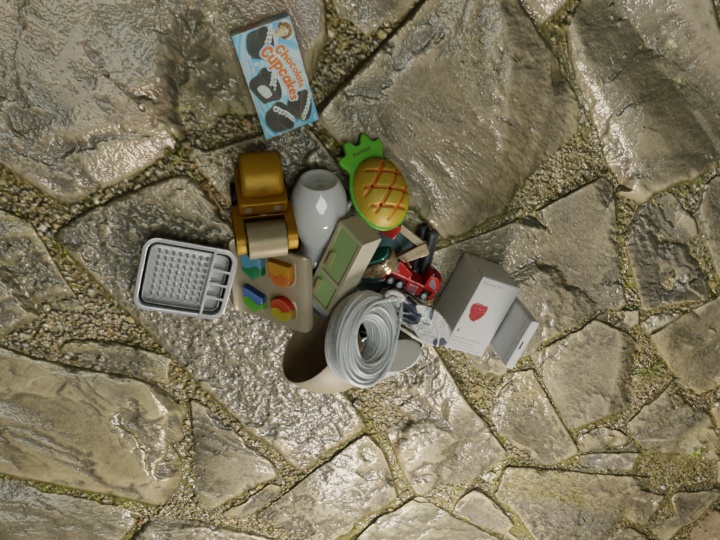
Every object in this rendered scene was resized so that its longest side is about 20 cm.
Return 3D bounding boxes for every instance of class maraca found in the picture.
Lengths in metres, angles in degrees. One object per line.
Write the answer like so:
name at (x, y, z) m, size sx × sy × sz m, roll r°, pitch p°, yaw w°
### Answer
maraca at (0.030, -0.182, 1.380) m, size 0.136 × 0.106 × 0.204 m, roll -31°, pitch 99°, yaw -28°

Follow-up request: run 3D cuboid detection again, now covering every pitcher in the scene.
pitcher at (-0.066, -0.109, 1.396) m, size 0.167 × 0.122 × 0.204 m, roll -12°, pitch 133°, yaw -18°

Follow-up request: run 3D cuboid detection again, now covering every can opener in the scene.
can opener at (0.151, -0.013, 1.570) m, size 0.066 × 0.053 × 0.205 m, roll -20°, pitch 130°, yaw -45°

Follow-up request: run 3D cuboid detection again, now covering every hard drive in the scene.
hard drive at (0.349, 0.122, 1.613) m, size 0.026 × 0.201 × 0.134 m, roll 14°, pitch 115°, yaw -24°

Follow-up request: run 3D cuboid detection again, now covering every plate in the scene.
plate at (0.034, -0.035, 1.522) m, size 0.195 × 0.026 × 0.205 m, roll -8°, pitch 121°, yaw -14°

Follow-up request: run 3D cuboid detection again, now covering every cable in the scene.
cable at (0.005, 0.144, 1.409) m, size 0.197 × 0.068 × 0.206 m, roll 11°, pitch 86°, yaw -48°

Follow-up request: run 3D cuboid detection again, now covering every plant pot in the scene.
plant pot at (-0.065, 0.202, 1.520) m, size 0.200 × 0.201 × 0.134 m, roll -41°, pitch 122°, yaw 9°

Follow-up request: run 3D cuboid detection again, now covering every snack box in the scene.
snack box at (-0.160, -0.366, 1.255) m, size 0.114 × 0.037 × 0.204 m, roll -21°, pitch 124°, yaw -6°

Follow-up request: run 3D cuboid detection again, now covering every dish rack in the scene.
dish rack at (-0.372, 0.011, 1.404) m, size 0.195 × 0.044 × 0.175 m, roll 9°, pitch 117°, yaw -23°

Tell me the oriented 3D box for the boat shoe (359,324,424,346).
boat shoe at (0.074, 0.151, 1.577) m, size 0.199 × 0.071 × 0.062 m, roll 31°, pitch 91°, yaw -35°

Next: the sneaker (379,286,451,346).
sneaker at (0.122, 0.097, 1.559) m, size 0.195 × 0.130 × 0.081 m, roll 26°, pitch 99°, yaw -10°

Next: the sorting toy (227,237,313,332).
sorting toy at (-0.196, 0.035, 1.421) m, size 0.195 × 0.037 × 0.189 m, roll 14°, pitch 122°, yaw 19°

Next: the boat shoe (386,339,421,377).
boat shoe at (0.066, 0.220, 1.560) m, size 0.198 × 0.073 × 0.068 m, roll -35°, pitch 163°, yaw 24°

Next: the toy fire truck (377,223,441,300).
toy fire truck at (0.108, -0.029, 1.485) m, size 0.196 × 0.049 × 0.143 m, roll 23°, pitch 119°, yaw -12°

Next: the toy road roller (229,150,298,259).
toy road roller at (-0.192, -0.138, 1.285) m, size 0.119 × 0.204 × 0.148 m, roll -7°, pitch 144°, yaw -13°

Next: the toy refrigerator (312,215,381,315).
toy refrigerator at (-0.039, -0.008, 1.378) m, size 0.069 × 0.076 × 0.202 m, roll -21°, pitch 148°, yaw -47°

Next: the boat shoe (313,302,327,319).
boat shoe at (-0.134, 0.024, 1.484) m, size 0.200 × 0.073 × 0.067 m, roll 46°, pitch 67°, yaw -26°

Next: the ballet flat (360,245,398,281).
ballet flat at (0.000, 0.000, 1.459) m, size 0.196 × 0.072 × 0.065 m, roll -11°, pitch 136°, yaw 36°

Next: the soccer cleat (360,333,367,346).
soccer cleat at (-0.017, 0.197, 1.622) m, size 0.199 × 0.069 × 0.078 m, roll -41°, pitch 119°, yaw 0°

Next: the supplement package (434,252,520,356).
supplement package at (0.275, 0.083, 1.614) m, size 0.119 × 0.120 × 0.203 m, roll 15°, pitch 114°, yaw -24°
